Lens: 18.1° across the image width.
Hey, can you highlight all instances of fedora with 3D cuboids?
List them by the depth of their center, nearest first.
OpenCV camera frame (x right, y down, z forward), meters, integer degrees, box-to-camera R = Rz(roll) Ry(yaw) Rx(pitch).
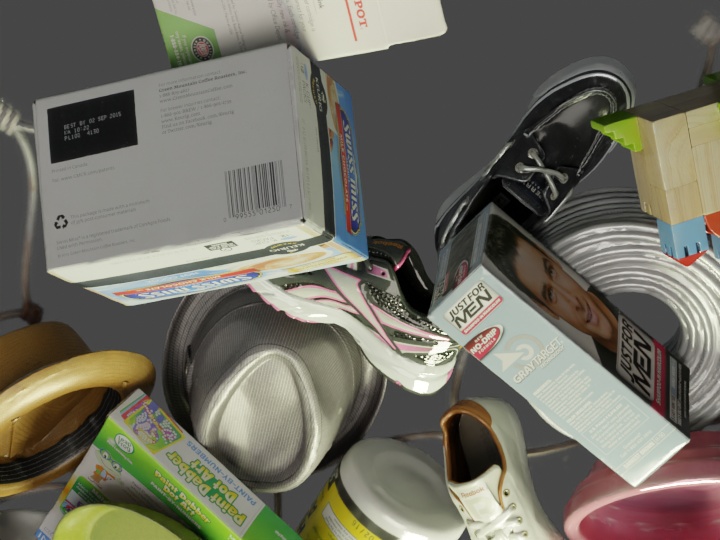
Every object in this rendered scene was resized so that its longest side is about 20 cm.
[{"bbox_3d":[-0.070,0.093,1.734,0.176,0.090,0.200,19,118,-4],"label":"fedora"},{"bbox_3d":[-0.255,0.098,1.745,0.200,0.200,0.082,-40,66,23],"label":"fedora"}]

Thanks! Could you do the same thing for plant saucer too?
[{"bbox_3d":[0.252,0.170,1.718,0.200,0.051,0.201,-3,155,-1],"label":"plant saucer"},{"bbox_3d":[-0.153,0.255,1.750,0.200,0.031,0.200,22,133,26],"label":"plant saucer"}]

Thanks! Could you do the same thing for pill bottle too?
[{"bbox_3d":[-0.008,0.239,1.794,0.111,0.111,0.200,28,117,-9],"label":"pill bottle"}]

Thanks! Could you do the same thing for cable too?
[{"bbox_3d":[0.198,0.039,1.687,0.200,0.069,0.200,31,117,-10],"label":"cable"}]

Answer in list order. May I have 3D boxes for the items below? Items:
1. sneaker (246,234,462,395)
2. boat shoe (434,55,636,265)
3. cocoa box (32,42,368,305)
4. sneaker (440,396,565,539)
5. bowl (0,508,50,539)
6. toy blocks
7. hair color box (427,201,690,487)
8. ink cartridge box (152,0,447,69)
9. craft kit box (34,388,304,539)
[{"bbox_3d":[0.000,0.000,1.669,0.200,0.080,0.086,31,129,-4],"label":"sneaker"},{"bbox_3d":[0.125,-0.070,1.637,0.072,0.068,0.200,40,115,-15],"label":"boat shoe"},{"bbox_3d":[-0.111,-0.064,1.597,0.199,0.131,0.134,-11,75,18],"label":"cocoa box"},{"bbox_3d":[0.103,0.194,1.718,0.073,0.085,0.201,-26,75,24],"label":"sneaker"},{"bbox_3d":[-0.278,0.305,1.874,0.200,0.090,0.202,3,118,6],"label":"bowl"},{"bbox_3d":[0.273,-0.064,1.588,0.199,0.100,0.137,-17,108,-14],"label":"toy blocks"},{"bbox_3d":[0.144,0.052,1.606,0.200,0.099,0.061,39,116,-13],"label":"hair color box"},{"bbox_3d":[-0.044,-0.210,1.581,0.199,0.067,0.117,-8,118,11],"label":"ink cartridge box"},{"bbox_3d":[-0.145,0.217,1.767,0.200,0.049,0.198,42,141,5],"label":"craft kit box"}]
